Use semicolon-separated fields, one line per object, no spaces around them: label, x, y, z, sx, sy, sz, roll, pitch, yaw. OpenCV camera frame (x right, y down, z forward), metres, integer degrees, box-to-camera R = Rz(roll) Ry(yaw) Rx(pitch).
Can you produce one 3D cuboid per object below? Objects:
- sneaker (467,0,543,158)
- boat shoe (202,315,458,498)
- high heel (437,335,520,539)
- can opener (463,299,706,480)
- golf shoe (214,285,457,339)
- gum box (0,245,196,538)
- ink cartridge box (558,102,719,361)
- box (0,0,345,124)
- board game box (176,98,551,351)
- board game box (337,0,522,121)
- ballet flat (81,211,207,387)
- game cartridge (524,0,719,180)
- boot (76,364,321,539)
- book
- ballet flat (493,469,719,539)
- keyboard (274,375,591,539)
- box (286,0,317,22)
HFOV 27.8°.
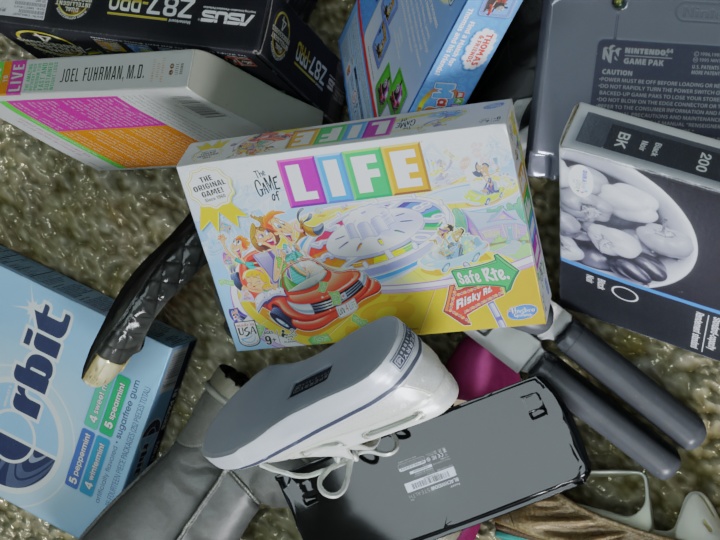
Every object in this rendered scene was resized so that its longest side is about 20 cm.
sneaker;0.088;-0.126;0.951;0.200;0.073;0.112;-28;83;12
boat shoe;-0.014;0.095;0.908;0.086;0.075;0.202;41;134;-21
high heel;0.057;0.137;0.972;0.067;0.096;0.200;22;103;16
can opener;0.133;0.062;0.935;0.200;0.067;0.053;38;102;1
golf shoe;0.000;0.000;0.992;0.200;0.095;0.078;-2;109;-6
gum box;-0.243;0.090;1.100;0.200;0.045;0.170;25;104;16
ink cartridge box;0.215;-0.006;0.857;0.200;0.198;0.043;17;65;16
box;-0.125;-0.150;0.969;0.200;0.161;0.049;9;83;18
board game box;0.004;-0.023;0.873;0.200;0.034;0.135;-6;119;17
board game box;0.040;-0.158;0.885;0.037;0.151;0.200;7;140;-18
ballet flat;-0.124;0.006;1.017;0.057;0.066;0.200;40;91;-16
game cartridge;0.205;-0.115;0.879;0.200;0.041;0.133;4;117;-2
boot;-0.095;0.190;1.030;0.182;0.073;0.200;36;94;14
book;-0.144;-0.107;0.966;0.200;0.134;0.048;4;79;35
ballet flat;0.187;0.171;0.956;0.200;0.068;0.072;16;82;21
keyboard;0.044;0.121;0.956;0.200;0.040;0.104;-22;89;14
box;-0.096;-0.276;1.004;0.200;0.050;0.158;32;106;14
